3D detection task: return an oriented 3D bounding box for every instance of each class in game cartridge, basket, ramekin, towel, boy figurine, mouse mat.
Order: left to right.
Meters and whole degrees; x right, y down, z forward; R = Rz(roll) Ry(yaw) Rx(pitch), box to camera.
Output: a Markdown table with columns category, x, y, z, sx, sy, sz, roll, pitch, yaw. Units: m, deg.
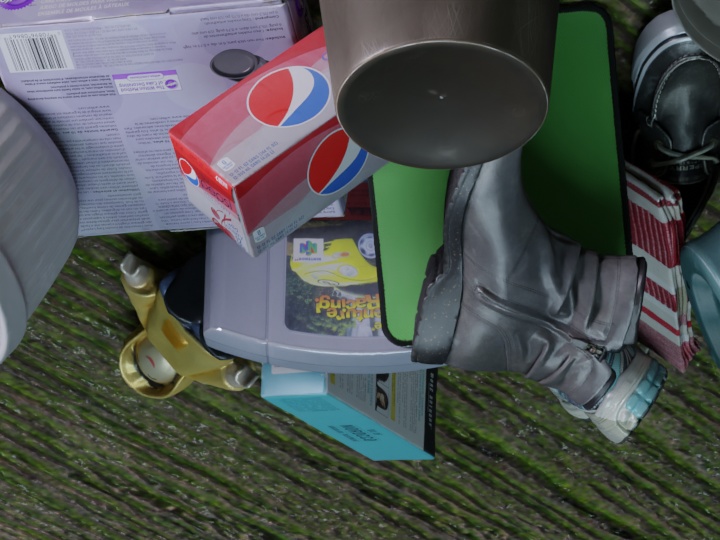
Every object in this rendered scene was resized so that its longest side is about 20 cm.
| category | x | y | z | sx | sy | sz | roll | pitch | yaw |
| --- | --- | --- | --- | --- | --- | --- | --- | --- | --- |
| ramekin | -0.267 | -0.043 | 1.633 | 0.199 | 0.105 | 0.201 | 27 | 148 | 19 |
| boy figurine | -0.124 | 0.038 | 1.827 | 0.124 | 0.064 | 0.200 | 46 | 157 | -5 |
| game cartridge | 0.000 | 0.000 | 1.682 | 0.199 | 0.134 | 0.041 | -1 | 157 | 0 |
| basket | 0.043 | -0.168 | 1.416 | 0.180 | 0.201 | 0.136 | -27 | 138 | 34 |
| mouse mat | 0.083 | -0.057 | 1.621 | 0.160 | 0.201 | 0.008 | -5 | -174 | 8 |
| towel | 0.156 | -0.028 | 1.717 | 0.144 | 0.023 | 0.200 | 35 | 159 | 29 |

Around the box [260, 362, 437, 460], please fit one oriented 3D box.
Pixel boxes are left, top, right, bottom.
| category | x | y | z | sx | sy | sz | roll | pitch | yaw |
| --- | --- | --- | --- | --- | --- | --- | --- | --- | --- |
| box | -0.004 | 0.069 | 1.802 | 0.049 | 0.083 | 0.200 | -4 | 162 | 22 |

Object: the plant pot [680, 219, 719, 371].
| category | x | y | z | sx | sy | sz | roll | pitch | yaw |
| --- | --- | --- | --- | --- | --- | --- | --- | --- | --- |
| plant pot | 0.306 | 0.006 | 1.627 | 0.187 | 0.201 | 0.200 | -24 | 145 | -3 |

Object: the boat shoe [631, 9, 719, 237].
| category | x | y | z | sx | sy | sz | roll | pitch | yaw |
| --- | --- | --- | --- | --- | --- | --- | --- | --- | --- |
| boat shoe | 0.206 | -0.084 | 1.658 | 0.072 | 0.071 | 0.200 | -1 | 147 | 2 |

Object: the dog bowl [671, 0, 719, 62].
| category | x | y | z | sx | sy | sz | roll | pitch | yaw |
| --- | --- | --- | --- | --- | --- | --- | --- | --- | --- |
| dog bowl | 0.274 | -0.189 | 1.511 | 0.199 | 0.059 | 0.201 | 0 | 147 | 0 |

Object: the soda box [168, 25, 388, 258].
| category | x | y | z | sx | sy | sz | roll | pitch | yaw |
| --- | --- | --- | --- | --- | --- | --- | --- | --- | --- |
| soda box | -0.010 | -0.097 | 1.540 | 0.200 | 0.070 | 0.064 | -37 | 141 | -19 |

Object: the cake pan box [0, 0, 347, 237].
| category | x | y | z | sx | sy | sz | roll | pitch | yaw |
| --- | --- | --- | --- | --- | --- | --- | --- | --- | --- |
| cake pan box | -0.118 | -0.103 | 1.618 | 0.199 | 0.053 | 0.185 | -5 | 134 | 13 |

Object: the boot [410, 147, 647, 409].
| category | x | y | z | sx | sy | sz | roll | pitch | yaw |
| --- | --- | --- | --- | --- | --- | --- | --- | --- | --- |
| boot | 0.111 | -0.017 | 1.571 | 0.131 | 0.070 | 0.201 | 12 | 126 | -1 |

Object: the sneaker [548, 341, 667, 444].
| category | x | y | z | sx | sy | sz | roll | pitch | yaw |
| --- | --- | --- | --- | --- | --- | --- | --- | --- | --- |
| sneaker | 0.152 | 0.054 | 1.826 | 0.086 | 0.078 | 0.200 | 38 | 179 | -8 |
